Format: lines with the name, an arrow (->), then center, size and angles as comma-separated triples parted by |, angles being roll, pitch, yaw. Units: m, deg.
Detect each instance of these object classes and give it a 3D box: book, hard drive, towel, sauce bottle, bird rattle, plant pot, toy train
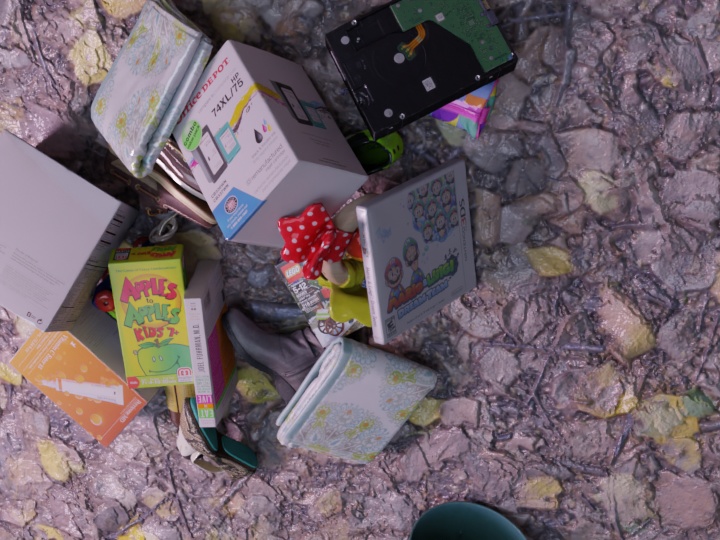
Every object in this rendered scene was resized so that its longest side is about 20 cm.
book -> -0.218, 0.105, 1.430 | 0.047, 0.134, 0.204 | -1, 113, 3
hard drive -> 0.072, -0.262, 1.189 | 0.197, 0.038, 0.142 | -28, 81, -4
towel -> -0.009, 0.192, 1.426 | 0.169, 0.049, 0.201 | 19, 122, -31
sauce bottle -> -0.269, 0.196, 1.523 | 0.063, 0.065, 0.204 | 3, 114, 12
bird rattle -> -0.018, -0.034, 1.263 | 0.163, 0.112, 0.201 | -42, 138, -13
towel -> -0.272, -0.243, 1.266 | 0.048, 0.171, 0.202 | 19, 108, -38
plant pot -> 0.150, 0.479, 1.481 | 0.197, 0.202, 0.163 | 18, 128, 5
toy train -> -0.289, 0.008, 1.446 | 0.199, 0.085, 0.116 | -39, 117, 15

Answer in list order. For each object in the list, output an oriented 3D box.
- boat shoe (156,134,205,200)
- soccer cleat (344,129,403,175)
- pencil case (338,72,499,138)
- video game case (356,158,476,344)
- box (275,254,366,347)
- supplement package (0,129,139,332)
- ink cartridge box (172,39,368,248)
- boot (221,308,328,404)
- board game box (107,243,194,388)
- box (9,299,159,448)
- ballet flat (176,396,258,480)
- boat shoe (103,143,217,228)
boat shoe -> -0.241, -0.165, 1.357 | 0.199, 0.072, 0.060 | 37, 120, 2
soccer cleat -> -0.038, -0.141, 1.311 | 0.197, 0.081, 0.069 | -17, 109, 20
pencil case -> 0.074, -0.234, 1.243 | 0.196, 0.089, 0.090 | 18, 116, 4
video game case -> 0.078, -0.028, 1.279 | 0.023, 0.198, 0.186 | 13, 121, 42
box -> 0.000, 0.000, 1.366 | 0.198, 0.038, 0.138 | -29, 105, 10
supplement package -> -0.447, -0.050, 1.371 | 0.189, 0.147, 0.202 | 31, 87, -1
ink cartridge box -> -0.120, -0.155, 1.244 | 0.147, 0.145, 0.202 | -43, 63, 26
boot -> -0.098, 0.102, 1.450 | 0.131, 0.070, 0.200 | -40, 104, 17
board game box -> -0.291, 0.067, 1.398 | 0.099, 0.048, 0.204 | -4, 117, -3
box -> -0.414, 0.149, 1.518 | 0.200, 0.098, 0.124 | 42, 116, -7
ballet flat -> -0.233, 0.269, 1.506 | 0.074, 0.068, 0.201 | -29, 134, 9
boat shoe -> -0.279, -0.112, 1.383 | 0.198, 0.072, 0.073 | 34, 116, 6
